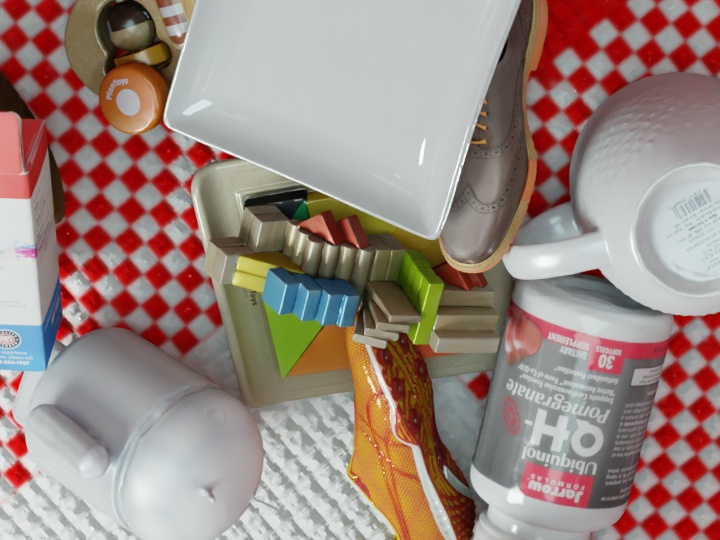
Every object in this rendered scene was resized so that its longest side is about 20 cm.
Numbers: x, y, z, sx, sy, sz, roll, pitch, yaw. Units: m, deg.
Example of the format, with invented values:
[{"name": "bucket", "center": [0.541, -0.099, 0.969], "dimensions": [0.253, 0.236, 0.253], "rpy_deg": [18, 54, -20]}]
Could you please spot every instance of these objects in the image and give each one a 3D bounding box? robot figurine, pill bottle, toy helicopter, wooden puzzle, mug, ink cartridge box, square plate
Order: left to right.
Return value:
[{"name": "ink cartridge box", "center": [-0.261, -0.035, 1.590], "dimensions": [0.116, 0.067, 0.200], "rpy_deg": [3, 125, 4]}, {"name": "robot figurine", "center": [-0.144, 0.112, 1.637], "dimensions": [0.200, 0.169, 0.113], "rpy_deg": [29, 110, 36]}, {"name": "toy helicopter", "center": [-0.125, -0.194, 1.593], "dimensions": [0.132, 0.079, 0.200], "rpy_deg": [46, 119, 5]}, {"name": "square plate", "center": [-0.010, -0.144, 1.531], "dimensions": [0.200, 0.028, 0.198], "rpy_deg": [23, 117, 11]}, {"name": "wooden puzzle", "center": [0.000, 0.000, 1.654], "dimensions": [0.200, 0.037, 0.185], "rpy_deg": [-11, 114, 3]}, {"name": "pill bottle", "center": [0.136, 0.109, 1.654], "dimensions": [0.110, 0.111, 0.200], "rpy_deg": [12, 103, -1]}, {"name": "mug", "center": [0.188, -0.036, 1.585], "dimensions": [0.200, 0.175, 0.148], "rpy_deg": [-17, 102, 6]}]

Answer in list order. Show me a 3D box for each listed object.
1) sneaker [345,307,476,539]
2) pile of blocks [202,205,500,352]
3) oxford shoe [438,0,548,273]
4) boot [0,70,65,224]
[{"name": "sneaker", "center": [0.018, 0.116, 1.660], "dimensions": [0.077, 0.073, 0.200], "rpy_deg": [-6, 118, 21]}, {"name": "pile of blocks", "center": [-0.001, 0.000, 1.593], "dimensions": [0.200, 0.082, 0.062], "rpy_deg": [12, 116, -2]}, {"name": "oxford shoe", "center": [0.071, -0.100, 1.563], "dimensions": [0.071, 0.073, 0.200], "rpy_deg": [2, 82, 24]}, {"name": "boot", "center": [-0.307, -0.084, 1.645], "dimensions": [0.155, 0.073, 0.200], "rpy_deg": [-31, 107, 13]}]
